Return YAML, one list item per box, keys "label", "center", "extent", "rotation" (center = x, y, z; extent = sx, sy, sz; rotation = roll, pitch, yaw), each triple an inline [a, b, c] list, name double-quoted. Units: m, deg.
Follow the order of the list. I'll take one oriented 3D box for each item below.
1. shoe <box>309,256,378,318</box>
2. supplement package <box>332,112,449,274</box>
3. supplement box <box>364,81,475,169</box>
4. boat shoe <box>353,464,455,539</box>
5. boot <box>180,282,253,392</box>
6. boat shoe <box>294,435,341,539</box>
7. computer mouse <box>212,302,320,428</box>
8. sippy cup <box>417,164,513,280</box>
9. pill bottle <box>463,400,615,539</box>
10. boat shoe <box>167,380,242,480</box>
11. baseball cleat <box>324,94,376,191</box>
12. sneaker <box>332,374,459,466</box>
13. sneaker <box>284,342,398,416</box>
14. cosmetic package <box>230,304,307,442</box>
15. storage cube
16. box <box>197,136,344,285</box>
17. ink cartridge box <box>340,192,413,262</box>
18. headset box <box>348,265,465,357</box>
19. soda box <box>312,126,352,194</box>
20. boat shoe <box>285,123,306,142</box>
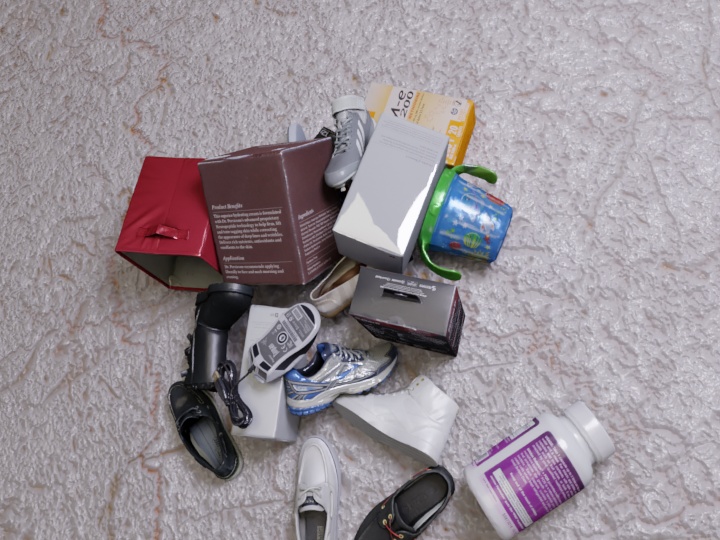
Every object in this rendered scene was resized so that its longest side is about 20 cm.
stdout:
- label: "shoe"
  center: [0.000, 0.000, 0.988]
  extent: [0.199, 0.053, 0.070]
  rotation: [-40, 44, 2]
- label: "supplement package"
  center: [0.049, -0.113, 0.931]
  extent: [0.115, 0.117, 0.204]
  rotation: [20, 76, 8]
- label: "supplement box"
  center: [0.095, -0.248, 1.076]
  extent: [0.195, 0.074, 0.129]
  rotation: [15, 76, 19]
- label: "boat shoe"
  center: [0.058, 0.368, 0.898]
  extent: [0.201, 0.063, 0.074]
  rotation: [-42, 70, 0]
- label: "boot"
  center: [-0.238, 0.114, 0.996]
  extent: [0.197, 0.072, 0.167]
  rotation: [-19, 62, 55]
- label: "boat shoe"
  center: [-0.072, 0.360, 0.930]
  extent: [0.070, 0.066, 0.206]
  rotation: [-3, 72, 13]
- label: "computer mouse"
  center: [-0.132, 0.134, 0.912]
  extent: [0.199, 0.044, 0.110]
  rotation: [-41, 54, 1]
- label: "sippy cup"
  center: [0.174, -0.078, 0.979]
  extent: [0.128, 0.140, 0.182]
  rotation: [22, 104, 9]
- label: "pill bottle"
  center: [0.252, 0.275, 0.849]
  extent: [0.198, 0.112, 0.114]
  rotation: [-34, 68, 2]
- label: "boat shoe"
  center: [-0.274, 0.264, 1.013]
  extent: [0.074, 0.066, 0.201]
  rotation: [-37, 68, 1]
- label: "baseball cleat"
  center: [-0.028, -0.213, 0.965]
  extent: [0.068, 0.108, 0.202]
  rotation: [-16, 29, 26]
- label: "sneaker"
  center: [0.058, 0.212, 0.951]
  extent: [0.196, 0.074, 0.117]
  rotation: [21, 62, 26]
- label: "sneaker"
  center: [-0.030, 0.150, 0.944]
  extent: [0.196, 0.077, 0.087]
  rotation: [-23, 104, -19]
- label: "cosmetic package"
  center: [-0.142, 0.172, 0.985]
  extent: [0.079, 0.113, 0.205]
  rotation: [3, 71, 14]
- label: "storage cube"
  center: [-0.290, -0.078, 1.058]
  extent: [0.166, 0.201, 0.184]
  rotation: [4, 68, 17]
- label: "box"
  center: [-0.134, -0.097, 0.980]
  extent: [0.162, 0.164, 0.206]
  rotation: [0, 108, 27]
- label: "ink cartridge box"
  center: [0.000, -0.069, 1.067]
  extent: [0.094, 0.037, 0.201]
  rotation: [-37, 66, 1]
- label: "headset box"
  center: [0.076, 0.064, 0.914]
  extent: [0.145, 0.200, 0.079]
  rotation: [11, 75, 18]
- label: "soda box"
  center: [0.001, -0.170, 1.052]
  extent: [0.196, 0.064, 0.071]
  rotation: [26, 54, 10]
- label: "boat shoe"
  center: [-0.138, -0.170, 1.119]
  extent: [0.084, 0.074, 0.208]
  rotation: [-8, 80, 15]
